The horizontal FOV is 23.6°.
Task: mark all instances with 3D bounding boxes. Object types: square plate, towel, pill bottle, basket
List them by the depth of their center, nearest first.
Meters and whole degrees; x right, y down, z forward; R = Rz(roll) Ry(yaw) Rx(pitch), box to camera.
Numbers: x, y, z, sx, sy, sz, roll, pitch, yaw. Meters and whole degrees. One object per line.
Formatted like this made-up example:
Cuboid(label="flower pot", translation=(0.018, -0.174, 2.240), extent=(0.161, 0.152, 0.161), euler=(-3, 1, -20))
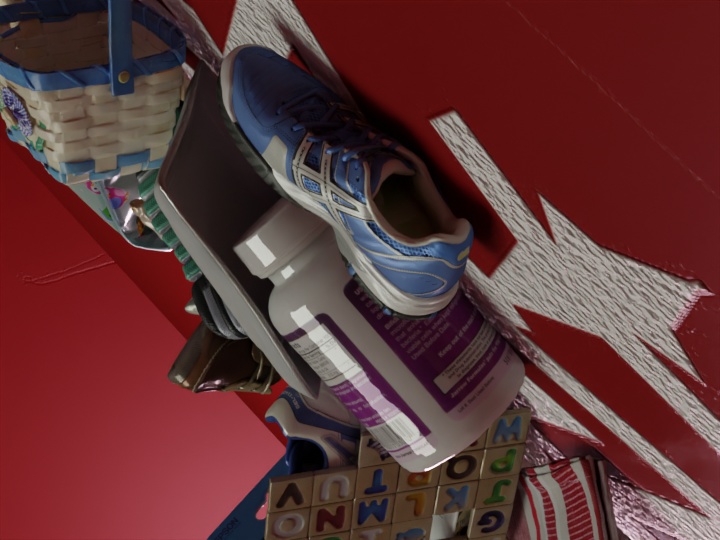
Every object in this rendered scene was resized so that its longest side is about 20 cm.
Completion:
Cuboid(label="pill bottle", translation=(0.009, 0.031, 1.170), extent=(0.200, 0.112, 0.112), euler=(49, 170, -8))
Cuboid(label="square plate", translation=(-0.083, -0.030, 1.243), extent=(0.200, 0.028, 0.198), euler=(56, -161, -25))
Cuboid(label="basket", translation=(-0.205, -0.173, 1.247), extent=(0.176, 0.139, 0.200), euler=(35, 129, 53))
Cuboid(label="towel", translation=(0.149, 0.216, 1.293), extent=(0.200, 0.023, 0.144), euler=(144, 118, -73))

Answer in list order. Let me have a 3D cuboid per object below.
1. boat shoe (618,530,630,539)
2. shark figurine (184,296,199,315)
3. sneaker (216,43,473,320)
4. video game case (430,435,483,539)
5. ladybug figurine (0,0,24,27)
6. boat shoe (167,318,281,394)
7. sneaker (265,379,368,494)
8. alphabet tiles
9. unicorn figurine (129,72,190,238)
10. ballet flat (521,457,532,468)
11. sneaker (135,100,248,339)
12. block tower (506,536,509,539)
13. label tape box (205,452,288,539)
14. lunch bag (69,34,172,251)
Cuboid(label="boat shoe", translation=(0.207, 0.267, 1.316), extent=(0.200, 0.072, 0.076), euler=(51, 171, 21))
Cuboid(label="shark figurine", translation=(-0.043, 0.026, 1.553), extent=(0.214, 0.128, 0.090), euler=(33, -153, -39))
Cuboid(label="sneaker", translation=(-0.004, -0.065, 1.021), extent=(0.200, 0.076, 0.077), euler=(46, 147, 7))
Cuboid(label="video game case", translation=(0.029, 0.108, 1.381), extent=(0.200, 0.036, 0.181), euler=(41, 138, 33))
Cuboid(label="ladybug figurine", translation=(-0.323, -0.270, 1.457), extent=(0.200, 0.072, 0.136), euler=(50, 157, 9))
Cuboid(label="boat shoe", translation=(-0.089, 0.061, 1.373), extent=(0.072, 0.076, 0.200), euler=(36, -160, 8))
Cuboid(label="sneaker", translation=(-0.016, 0.143, 1.315), extent=(0.075, 0.088, 0.200), euler=(35, 158, 45))
Cuboid(label="alphabet tiles", translation=(0.025, 0.178, 1.303), extent=(0.008, 0.200, 0.167), euler=(-115, 24, -46))
Cuboid(label="unicorn figurine", translation=(-0.124, -0.061, 1.411), extent=(0.137, 0.074, 0.200), euler=(27, 148, 30))
Cuboid(label="ballet flat", translation=(0.134, 0.199, 1.453), extent=(0.200, 0.072, 0.072), euler=(53, 168, -34))
Cuboid(label="sneaker", translation=(-0.110, -0.035, 1.332), extent=(0.088, 0.074, 0.200), euler=(14, -128, -61))
Cuboid(label="block tower", translation=(0.046, 0.222, 1.443), extent=(0.200, 0.058, 0.054), euler=(24, 161, 19))
Cuboid(label="label tape box", translation=(-0.014, 0.254, 1.502), extent=(0.200, 0.143, 0.066), euler=(35, 161, 25))
Cuboid(label="lunch bag", translation=(-0.227, -0.122, 1.542), extent=(0.170, 0.122, 0.200), euler=(40, 162, 32))
